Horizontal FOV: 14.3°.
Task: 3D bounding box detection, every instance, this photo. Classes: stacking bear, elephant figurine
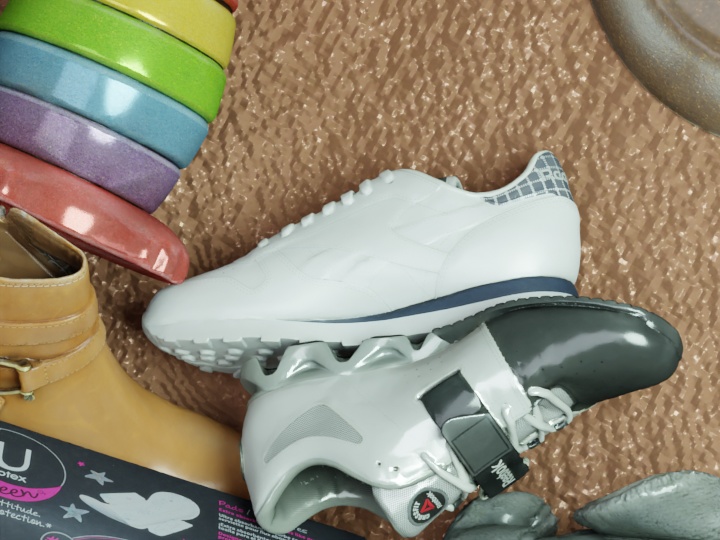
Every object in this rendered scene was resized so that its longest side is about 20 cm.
[{"bbox_3d":[-0.101,-0.111,1.272,0.121,0.114,0.200,26,85,-21],"label":"stacking bear"},{"bbox_3d":[0.128,0.135,1.171,0.200,0.155,0.142,-17,120,29],"label":"elephant figurine"}]

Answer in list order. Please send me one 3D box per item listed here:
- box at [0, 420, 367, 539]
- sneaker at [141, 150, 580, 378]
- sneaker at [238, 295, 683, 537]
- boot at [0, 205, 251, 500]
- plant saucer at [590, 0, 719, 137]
[{"bbox_3d":[-0.108,0.163,1.217,0.200,0.115,0.132,19,117,-10],"label":"box"},{"bbox_3d":[0.000,0.000,1.264,0.199,0.076,0.081,-7,78,12],"label":"sneaker"},{"bbox_3d":[0.042,0.069,1.204,0.200,0.074,0.089,-14,54,23],"label":"sneaker"},{"bbox_3d":[-0.125,0.043,1.239,0.199,0.074,0.155,12,138,-5],"label":"boot"},{"bbox_3d":[0.186,-0.151,1.217,0.200,0.037,0.201,0,90,19],"label":"plant saucer"}]
